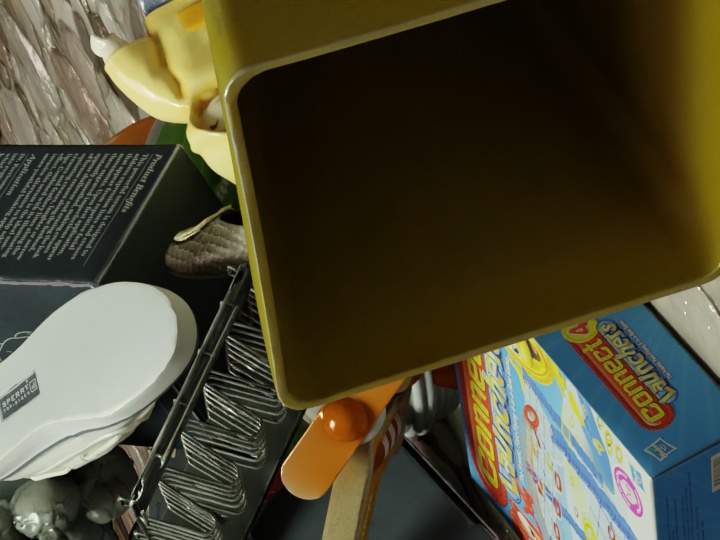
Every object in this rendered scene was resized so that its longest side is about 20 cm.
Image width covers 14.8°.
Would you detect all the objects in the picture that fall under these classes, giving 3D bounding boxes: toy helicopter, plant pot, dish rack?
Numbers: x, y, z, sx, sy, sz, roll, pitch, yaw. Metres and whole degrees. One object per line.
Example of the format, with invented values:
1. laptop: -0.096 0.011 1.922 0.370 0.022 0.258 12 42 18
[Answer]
1. toy helicopter: 0.001 0.096 1.409 0.132 0.078 0.201 20 -99 -80
2. plant pot: 0.028 -0.096 1.119 0.200 0.199 0.177 82 169 -50
3. dish rack: -0.069 0.080 1.432 0.054 0.154 0.200 22 167 5

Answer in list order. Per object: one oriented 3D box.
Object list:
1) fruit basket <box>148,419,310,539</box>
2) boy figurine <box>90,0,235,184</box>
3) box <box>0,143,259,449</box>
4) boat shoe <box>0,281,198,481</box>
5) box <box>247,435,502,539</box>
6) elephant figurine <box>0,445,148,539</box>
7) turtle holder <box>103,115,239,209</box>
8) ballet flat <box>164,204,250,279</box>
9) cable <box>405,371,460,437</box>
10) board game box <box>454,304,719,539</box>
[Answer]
1. fruit basket: -0.047 0.139 1.645 0.200 0.093 0.186 44 -150 -33
2. boy figurine: -0.087 -0.128 1.530 0.065 0.124 0.201 77 180 -58
3. box: -0.164 0.014 1.586 0.199 0.107 0.149 3 140 37
4. boat shoe: -0.143 0.066 1.479 0.200 0.066 0.072 -36 60 37
5. box: 0.051 0.195 1.534 0.200 0.104 0.148 48 178 -38
6. elephant figurine: -0.158 0.203 1.599 0.141 0.155 0.201 -18 112 36
7. turtle holder: -0.107 -0.013 1.726 0.141 0.131 0.186 -83 -23 -43
8. ballet flat: -0.020 -0.033 1.437 0.199 0.067 0.047 -12 105 33
9. cable: 0.000 0.000 1.576 0.200 0.069 0.201 29 141 64
10. board game box: 0.116 0.089 1.346 0.196 0.056 0.201 51 160 41
